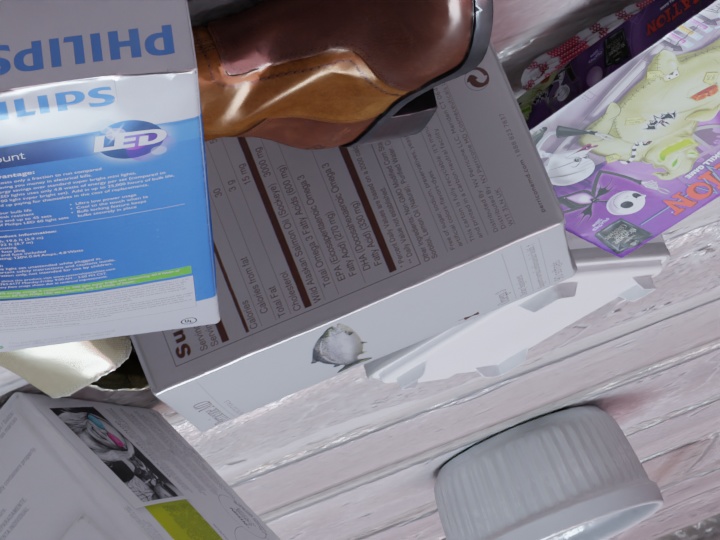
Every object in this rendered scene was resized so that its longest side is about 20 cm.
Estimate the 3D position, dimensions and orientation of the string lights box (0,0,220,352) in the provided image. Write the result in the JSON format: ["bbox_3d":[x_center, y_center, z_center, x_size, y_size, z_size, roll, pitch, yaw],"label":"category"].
[{"bbox_3d":[-0.110,-0.041,0.980,0.103,0.059,0.200,-7,153,-5],"label":"string lights box"}]

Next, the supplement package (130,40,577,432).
[{"bbox_3d":[-0.014,-0.022,1.193,0.200,0.117,0.117,-23,167,3],"label":"supplement package"}]

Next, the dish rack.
[{"bbox_3d":[0.105,0.027,1.710,0.200,0.044,0.172,-32,164,36],"label":"dish rack"}]

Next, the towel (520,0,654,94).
[{"bbox_3d":[0.199,-0.108,1.275,0.200,0.030,0.146,-28,138,29],"label":"towel"}]

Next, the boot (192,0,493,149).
[{"bbox_3d":[-0.058,-0.096,1.023,0.200,0.069,0.188,-7,166,-17],"label":"boot"}]

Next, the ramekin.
[{"bbox_3d":[0.162,0.200,2.310,0.200,0.105,0.200,-20,166,-5],"label":"ramekin"}]

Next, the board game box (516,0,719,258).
[{"bbox_3d":[0.159,-0.081,1.262,0.120,0.032,0.200,21,138,-37],"label":"board game box"}]

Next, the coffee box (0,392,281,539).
[{"bbox_3d":[-0.161,0.218,1.562,0.200,0.200,0.198,-50,161,10],"label":"coffee box"}]

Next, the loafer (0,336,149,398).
[{"bbox_3d":[-0.149,0.025,1.257,0.076,0.068,0.200,-29,164,26],"label":"loafer"}]
